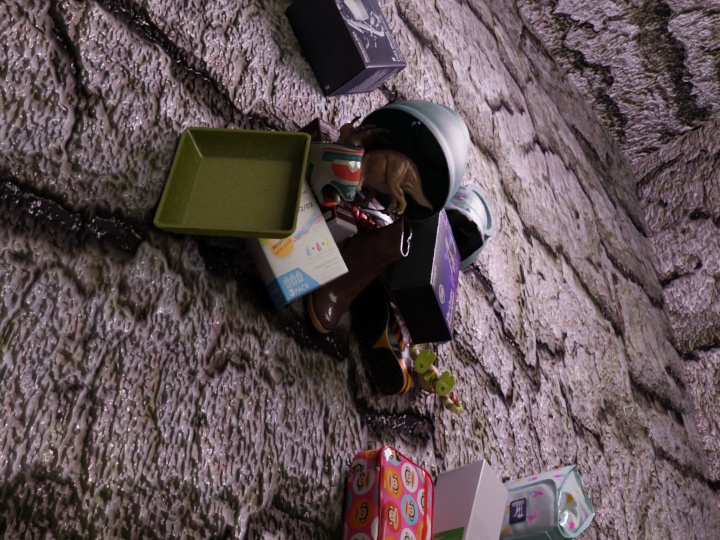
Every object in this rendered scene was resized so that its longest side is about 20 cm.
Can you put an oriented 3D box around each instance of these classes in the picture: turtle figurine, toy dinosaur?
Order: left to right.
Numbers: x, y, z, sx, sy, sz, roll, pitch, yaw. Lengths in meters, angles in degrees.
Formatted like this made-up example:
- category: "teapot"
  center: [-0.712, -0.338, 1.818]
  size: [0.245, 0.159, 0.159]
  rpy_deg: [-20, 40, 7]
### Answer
- category: "toy dinosaur"
  center: [0.038, -0.169, 1.154]
  size: [0.086, 0.195, 0.139]
  rpy_deg: [34, 76, -83]
- category: "turtle figurine"
  center: [0.120, 0.181, 1.273]
  size: [0.203, 0.063, 0.161]
  rpy_deg: [61, -3, 11]

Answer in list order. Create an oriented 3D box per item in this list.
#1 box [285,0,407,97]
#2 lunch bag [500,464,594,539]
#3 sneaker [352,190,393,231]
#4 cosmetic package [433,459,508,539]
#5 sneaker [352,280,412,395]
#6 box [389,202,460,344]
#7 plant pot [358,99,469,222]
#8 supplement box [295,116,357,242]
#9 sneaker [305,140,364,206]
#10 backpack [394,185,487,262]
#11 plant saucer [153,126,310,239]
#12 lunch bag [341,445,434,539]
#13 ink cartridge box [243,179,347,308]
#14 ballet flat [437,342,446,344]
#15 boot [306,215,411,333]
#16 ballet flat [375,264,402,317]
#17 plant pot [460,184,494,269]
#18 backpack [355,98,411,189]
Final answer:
- category: "box"
  center: [-0.026, -0.489, 1.497]
  size: [0.196, 0.122, 0.204]
  rpy_deg: [-28, 91, -55]
- category: "lunch bag"
  center: [0.319, 0.451, 1.304]
  size: [0.198, 0.168, 0.125]
  rpy_deg: [-10, 77, -59]
- category: "sneaker"
  center: [0.029, -0.094, 1.312]
  size: [0.198, 0.070, 0.100]
  rpy_deg: [33, 65, -21]
- category: "cosmetic package"
  center: [0.167, 0.423, 1.169]
  size: [0.085, 0.106, 0.201]
  rpy_deg: [51, 33, -15]
- category: "sneaker"
  center: [0.043, 0.120, 1.245]
  size: [0.090, 0.069, 0.205]
  rpy_deg: [22, 50, -65]
- category: "box"
  center: [0.118, 0.003, 1.237]
  size: [0.203, 0.077, 0.143]
  rpy_deg: [-77, 148, -43]
- category: "plant pot"
  center: [0.107, -0.206, 1.218]
  size: [0.134, 0.199, 0.203]
  rpy_deg: [-37, 99, -37]
- category: "supplement box"
  center: [-0.078, -0.141, 1.198]
  size: [0.060, 0.107, 0.205]
  rpy_deg: [18, 55, -51]
- category: "sneaker"
  center: [-0.068, -0.149, 1.102]
  size: [0.069, 0.197, 0.096]
  rpy_deg: [0, 96, -39]
- category: "backpack"
  center: [0.153, -0.076, 1.399]
  size: [0.167, 0.198, 0.128]
  rpy_deg: [45, 37, -24]
- category: "plant saucer"
  center: [-0.176, -0.118, 1.020]
  size: [0.048, 0.194, 0.203]
  rpy_deg: [91, 3, -52]
- category: "lunch bag"
  center: [0.052, 0.385, 1.062]
  size: [0.176, 0.081, 0.204]
  rpy_deg: [42, 40, -37]
- category: "ink cartridge box"
  center: [-0.116, -0.061, 1.085]
  size: [0.113, 0.068, 0.204]
  rpy_deg: [-25, 89, -25]
- category: "ballet flat"
  center: [0.118, 0.058, 1.389]
  size: [0.201, 0.070, 0.071]
  rpy_deg: [49, 36, -22]
- category: "boot"
  center: [0.000, 0.000, 1.158]
  size: [0.073, 0.164, 0.203]
  rpy_deg: [47, 36, -27]
- category: "ballet flat"
  center: [0.059, 0.038, 1.304]
  size: [0.200, 0.071, 0.069]
  rpy_deg: [45, 38, -26]
- category: "plant pot"
  center: [0.210, -0.105, 1.551]
  size: [0.199, 0.132, 0.205]
  rpy_deg: [33, 44, -39]
- category: "backpack"
  center: [0.068, -0.216, 1.415]
  size: [0.199, 0.160, 0.171]
  rpy_deg: [-4, 69, -65]
